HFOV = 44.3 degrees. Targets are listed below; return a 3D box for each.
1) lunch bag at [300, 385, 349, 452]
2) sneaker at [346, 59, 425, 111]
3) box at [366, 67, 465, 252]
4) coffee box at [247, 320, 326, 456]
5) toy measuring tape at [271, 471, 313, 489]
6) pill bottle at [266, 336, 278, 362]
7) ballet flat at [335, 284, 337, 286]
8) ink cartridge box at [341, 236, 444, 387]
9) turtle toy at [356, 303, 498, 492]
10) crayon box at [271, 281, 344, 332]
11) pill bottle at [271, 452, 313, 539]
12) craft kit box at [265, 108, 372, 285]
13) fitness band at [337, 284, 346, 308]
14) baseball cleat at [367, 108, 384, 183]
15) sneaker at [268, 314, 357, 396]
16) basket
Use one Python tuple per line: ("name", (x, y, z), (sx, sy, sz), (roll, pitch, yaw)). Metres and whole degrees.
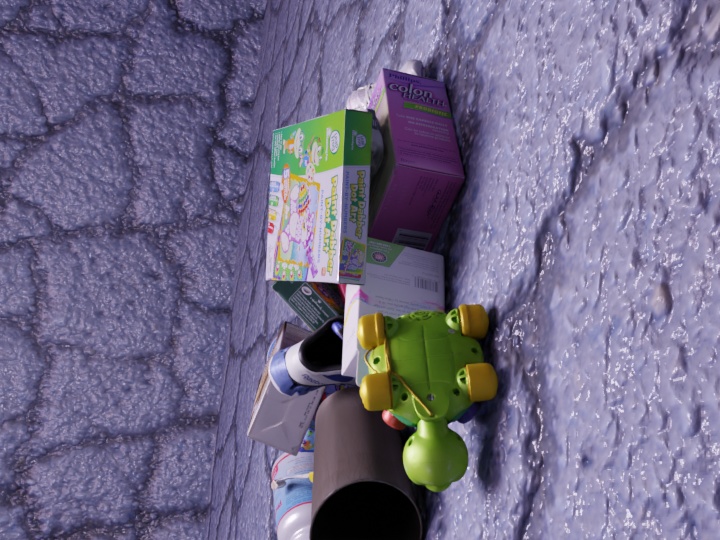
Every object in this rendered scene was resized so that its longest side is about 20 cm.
("lunch bag", (-0.026, 0.167, 1.364), (0.152, 0.092, 0.203), (114, 169, -51))
("sneaker", (0.035, -0.249, 1.324), (0.200, 0.097, 0.077), (131, 147, -61))
("box", (0.054, -0.132, 1.190), (0.203, 0.094, 0.178), (-97, 21, -43))
("coffee box", (-0.103, 0.165, 1.285), (0.200, 0.078, 0.115), (-97, 30, -77))
("toy measuring tape", (-0.051, 0.325, 1.293), (0.197, 0.073, 0.075), (-21, 56, 36))
("pill bottle", (-0.112, 0.166, 1.616), (0.200, 0.110, 0.115), (176, 103, -74))
("ballet flat", (-0.059, -0.045, 1.546), (0.067, 0.055, 0.204), (-55, -31, -59))
("ink cartridge box", (0.040, 0.070, 1.068), (0.068, 0.115, 0.204), (122, 157, -53))
("turtle toy", (0.071, 0.128, 0.931), (0.102, 0.142, 0.203), (82, -176, -50))
("crayon box", (-0.067, 0.044, 1.412), (0.052, 0.126, 0.200), (-44, 0, 6))
("pill bottle", (-0.080, 0.378, 1.378), (0.201, 0.106, 0.111), (-107, 30, -59))
("craft kit box", (-0.055, -0.085, 1.106), (0.196, 0.048, 0.205), (0, 87, 56))
("fitness band", (0.000, 0.000, 1.292), (0.204, 0.037, 0.143), (71, 159, 7))
("baseball cleat", (-0.017, -0.123, 1.167), (0.201, 0.068, 0.108), (-54, 24, 41))
("sneaker", (-0.011, 0.105, 1.142), (0.115, 0.196, 0.082), (-38, 68, 54))
("basket", (0.000, 0.254, 1.112), (0.202, 0.133, 0.184), (-97, 7, -56))
